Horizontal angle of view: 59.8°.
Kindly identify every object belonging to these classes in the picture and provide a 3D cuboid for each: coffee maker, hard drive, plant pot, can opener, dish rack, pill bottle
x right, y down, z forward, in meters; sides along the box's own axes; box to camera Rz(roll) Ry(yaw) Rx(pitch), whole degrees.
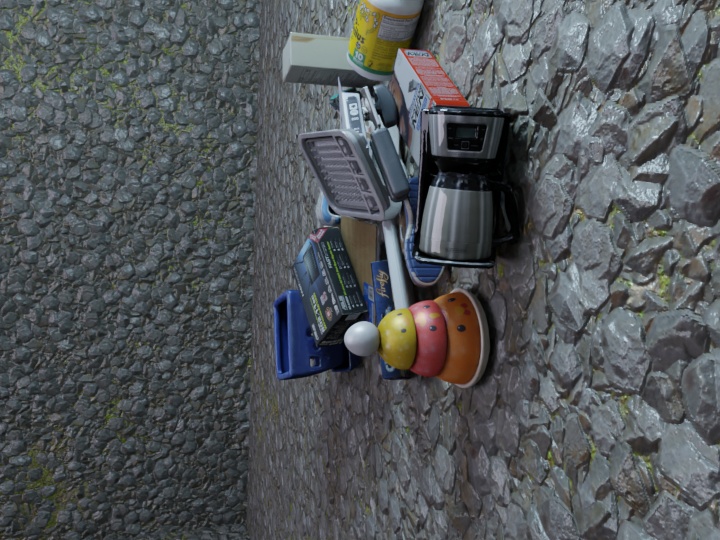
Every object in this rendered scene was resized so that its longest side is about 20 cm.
[{"bbox_3d":[0.125,-0.118,0.849,0.192,0.133,0.202,-144,56,-69],"label":"coffee maker"},{"bbox_3d":[0.074,0.028,1.099,0.132,0.026,0.202,57,-157,-65],"label":"hard drive"},{"bbox_3d":[-0.106,0.157,1.512,0.200,0.178,0.202,149,120,-70],"label":"plant pot"},{"bbox_3d":[0.050,-0.216,1.035,0.053,0.066,0.202,102,149,-78],"label":"can opener"},{"bbox_3d":[-0.024,-0.176,1.109,0.199,0.043,0.173,14,137,58],"label":"dish rack"},{"bbox_3d":[0.048,-0.455,1.122,0.201,0.111,0.114,111,153,-49],"label":"pill bottle"}]

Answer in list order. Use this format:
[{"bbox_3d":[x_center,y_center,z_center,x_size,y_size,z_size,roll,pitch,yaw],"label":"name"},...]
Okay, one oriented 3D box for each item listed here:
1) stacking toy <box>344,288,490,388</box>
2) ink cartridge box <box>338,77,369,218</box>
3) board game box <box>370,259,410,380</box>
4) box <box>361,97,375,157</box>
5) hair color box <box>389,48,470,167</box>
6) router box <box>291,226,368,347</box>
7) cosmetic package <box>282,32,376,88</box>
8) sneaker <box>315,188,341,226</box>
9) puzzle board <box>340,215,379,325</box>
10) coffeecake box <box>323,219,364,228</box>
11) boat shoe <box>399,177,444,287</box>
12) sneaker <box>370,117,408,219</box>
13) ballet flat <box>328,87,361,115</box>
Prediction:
[{"bbox_3d":[0.074,0.101,0.907,0.146,0.198,0.148,179,90,-72],"label":"stacking toy"},{"bbox_3d":[-0.014,-0.242,1.241,0.199,0.043,0.202,90,173,-57],"label":"ink cartridge box"},{"bbox_3d":[0.056,0.095,1.133,0.135,0.034,0.202,44,-140,-73],"label":"board game box"},{"bbox_3d":[0.024,-0.265,1.321,0.041,0.038,0.202,137,131,-70],"label":"box"},{"bbox_3d":[0.105,-0.269,1.028,0.201,0.063,0.112,-108,23,-46],"label":"hair color box"},{"bbox_3d":[-0.068,0.034,1.287,0.150,0.062,0.202,-54,50,51],"label":"router box"},{"bbox_3d":[-0.059,-0.439,1.317,0.105,0.198,0.072,171,99,-71],"label":"cosmetic package"},{"bbox_3d":[-0.056,-0.196,1.348,0.072,0.072,0.203,-2,87,36],"label":"sneaker"},{"bbox_3d":[0.000,0.000,1.239,0.150,0.017,0.202,24,118,60],"label":"puzzle board"},{"bbox_3d":[-0.043,-0.195,1.481,0.154,0.072,0.202,129,138,-64],"label":"coffeecake box"},{"bbox_3d":[0.101,-0.055,1.049,0.073,0.071,0.202,111,163,-59],"label":"boat shoe"},{"bbox_3d":[0.052,-0.193,1.213,0.089,0.074,0.203,103,167,-82],"label":"sneaker"},{"bbox_3d":[-0.032,-0.378,1.441,0.200,0.073,0.075,-103,17,-75],"label":"ballet flat"}]
